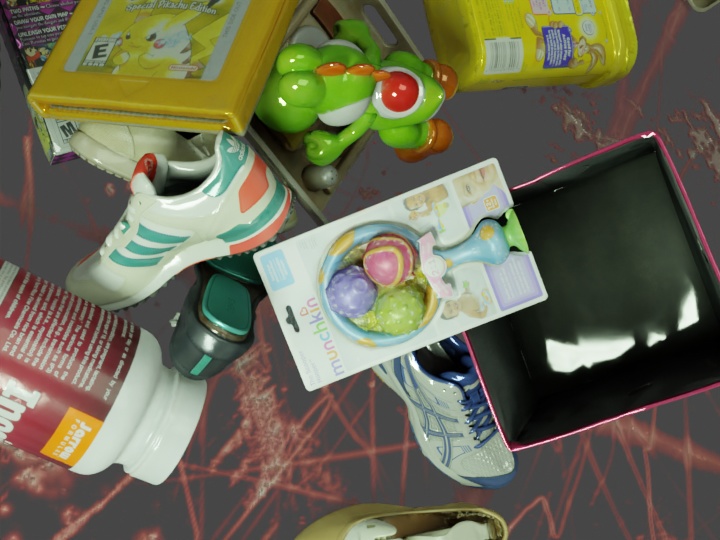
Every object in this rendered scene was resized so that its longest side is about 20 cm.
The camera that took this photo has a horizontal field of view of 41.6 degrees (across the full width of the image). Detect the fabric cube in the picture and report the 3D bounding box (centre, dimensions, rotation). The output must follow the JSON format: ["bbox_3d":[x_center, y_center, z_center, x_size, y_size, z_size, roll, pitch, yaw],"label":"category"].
[{"bbox_3d":[0.196,0.013,0.808,0.197,0.199,0.199,70,18,4],"label":"fabric cube"}]

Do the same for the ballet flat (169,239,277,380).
[{"bbox_3d":[-0.109,0.024,0.741,0.073,0.073,0.200,39,20,-14],"label":"ballet flat"}]

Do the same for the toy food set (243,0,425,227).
[{"bbox_3d":[-0.023,-0.157,0.834,0.144,0.060,0.201,49,59,-30],"label":"toy food set"}]

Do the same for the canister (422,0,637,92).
[{"bbox_3d":[0.172,-0.259,0.971,0.199,0.086,0.150,-9,82,-28],"label":"canister"}]

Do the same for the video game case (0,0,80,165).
[{"bbox_3d":[-0.194,-0.199,0.792,0.199,0.036,0.182,-21,90,-30],"label":"video game case"}]

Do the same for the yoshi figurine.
[{"bbox_3d":[-0.012,-0.144,0.776,0.199,0.112,0.113,3,45,-51],"label":"yoshi figurine"}]

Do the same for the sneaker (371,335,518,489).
[{"bbox_3d":[0.082,0.114,0.833,0.200,0.088,0.075,51,59,-10],"label":"sneaker"}]

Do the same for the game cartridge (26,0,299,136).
[{"bbox_3d":[-0.137,-0.195,0.714,0.175,0.032,0.201,7,64,19],"label":"game cartridge"}]

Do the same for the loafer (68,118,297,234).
[{"bbox_3d":[-0.128,-0.085,0.756,0.199,0.076,0.069,21,98,-35],"label":"loafer"}]

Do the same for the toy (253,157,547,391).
[{"bbox_3d":[0.031,0.006,0.704,0.199,0.047,0.116,-22,95,0],"label":"toy"}]

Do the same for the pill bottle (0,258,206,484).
[{"bbox_3d":[-0.216,0.074,0.671,0.199,0.113,0.114,29,66,-18],"label":"pill bottle"}]

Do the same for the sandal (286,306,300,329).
[{"bbox_3d":[0.000,0.000,0.834,0.199,0.076,0.043,-17,55,-40],"label":"sandal"}]

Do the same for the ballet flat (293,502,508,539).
[{"bbox_3d":[0.037,0.226,0.796,0.199,0.063,0.069,-4,79,-28],"label":"ballet flat"}]

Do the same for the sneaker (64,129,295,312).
[{"bbox_3d":[-0.151,-0.041,0.693,0.094,0.199,0.071,53,26,-36],"label":"sneaker"}]

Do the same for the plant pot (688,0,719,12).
[{"bbox_3d":[0.456,-0.466,1.117,0.200,0.200,0.177,53,50,-7],"label":"plant pot"}]
